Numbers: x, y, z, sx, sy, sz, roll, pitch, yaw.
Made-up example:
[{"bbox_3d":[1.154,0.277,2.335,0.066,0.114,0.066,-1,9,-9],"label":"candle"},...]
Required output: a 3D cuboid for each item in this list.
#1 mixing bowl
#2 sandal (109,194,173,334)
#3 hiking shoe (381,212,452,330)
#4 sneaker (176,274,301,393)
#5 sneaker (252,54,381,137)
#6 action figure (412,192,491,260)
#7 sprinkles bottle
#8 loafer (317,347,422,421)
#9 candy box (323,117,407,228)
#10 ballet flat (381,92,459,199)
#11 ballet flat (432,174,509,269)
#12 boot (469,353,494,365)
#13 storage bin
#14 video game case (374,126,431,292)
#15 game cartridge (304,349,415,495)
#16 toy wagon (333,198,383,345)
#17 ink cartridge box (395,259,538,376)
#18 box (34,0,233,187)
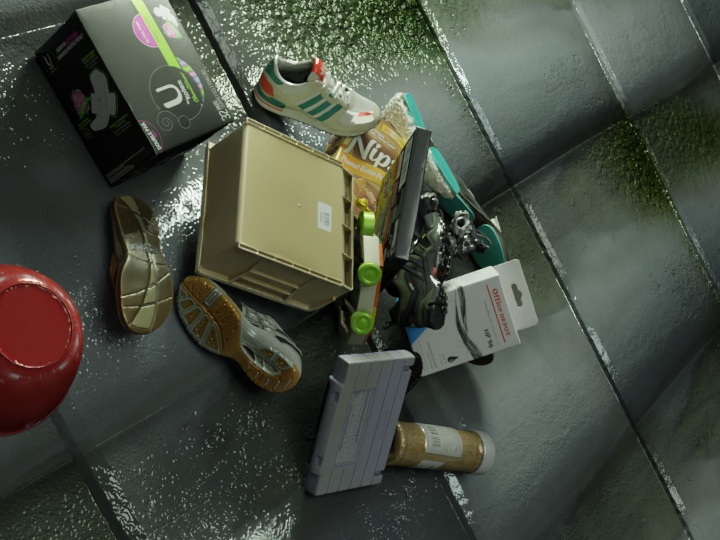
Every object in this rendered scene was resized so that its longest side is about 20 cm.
[{"bbox_3d":[-0.384,0.073,1.138,0.200,0.108,0.201,19,60,-36],"label":"mixing bowl"},{"bbox_3d":[-0.287,-0.003,1.300,0.080,0.054,0.200,16,48,-43],"label":"sandal"},{"bbox_3d":[0.078,-0.004,1.516,0.076,0.100,0.200,66,26,-49],"label":"hiking shoe"},{"bbox_3d":[-0.160,0.079,1.375,0.200,0.076,0.088,45,18,-7],"label":"sneaker"},{"bbox_3d":[-0.056,-0.265,1.543,0.199,0.093,0.070,15,55,-13],"label":"sneaker"},{"bbox_3d":[0.128,-0.064,1.650,0.200,0.119,0.102,-12,116,-36],"label":"action figure"},{"bbox_3d":[0.110,0.262,1.529,0.200,0.068,0.068,15,64,-39],"label":"sprinkles bottle"},{"bbox_3d":[0.005,0.180,1.481,0.200,0.071,0.073,-36,132,-34],"label":"loafer"},{"bbox_3d":[-0.003,-0.154,1.609,0.115,0.055,0.200,40,52,-24],"label":"candy box"},{"bbox_3d":[0.095,-0.197,1.704,0.072,0.072,0.200,-17,77,-44],"label":"ballet flat"},{"bbox_3d":[0.199,-0.083,1.757,0.200,0.068,0.068,56,38,-10],"label":"ballet flat"},{"bbox_3d":[0.148,0.068,1.648,0.200,0.074,0.076,45,42,-15],"label":"boot"},{"bbox_3d":[-0.108,-0.072,1.396,0.198,0.094,0.200,22,55,-35],"label":"storage bin"},{"bbox_3d":[0.050,-0.077,1.471,0.025,0.181,0.200,14,68,-10],"label":"video game case"},{"bbox_3d":[-0.003,0.205,1.404,0.129,0.038,0.200,2,110,-38],"label":"game cartridge"},{"bbox_3d":[0.000,0.000,1.450,0.039,0.155,0.201,7,102,-13],"label":"toy wagon"},{"bbox_3d":[0.166,0.070,1.564,0.068,0.200,0.116,-99,170,-79],"label":"ink cartridge box"},{"bbox_3d":[-0.291,-0.238,1.337,0.148,0.124,0.200,-35,99,-45],"label":"box"}]
